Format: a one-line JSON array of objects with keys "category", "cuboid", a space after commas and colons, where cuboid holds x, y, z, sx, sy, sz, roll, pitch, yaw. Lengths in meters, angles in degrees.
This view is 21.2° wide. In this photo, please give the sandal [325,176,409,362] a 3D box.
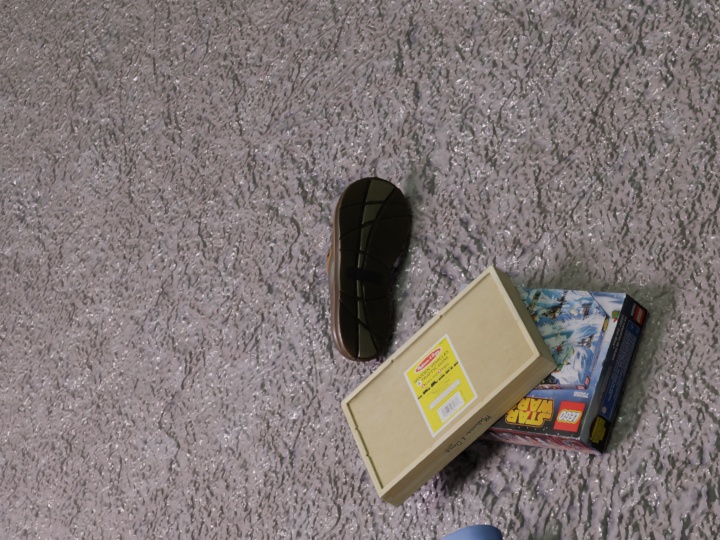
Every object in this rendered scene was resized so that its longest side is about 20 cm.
[{"category": "sandal", "cuboid": [0.000, 0.000, 1.910, 0.055, 0.081, 0.202, -33, 48, 56]}]

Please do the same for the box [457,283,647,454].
[{"category": "box", "cuboid": [0.150, 0.085, 1.713, 0.199, 0.040, 0.138, 4, 67, 47]}]

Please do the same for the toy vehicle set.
[{"category": "toy vehicle set", "cuboid": [0.076, 0.103, 1.725, 0.200, 0.026, 0.125, -43, 41, 18]}]

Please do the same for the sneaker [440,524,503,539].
[{"category": "sneaker", "cuboid": [0.058, 0.303, 1.644, 0.200, 0.070, 0.078, -46, 43, 23]}]
